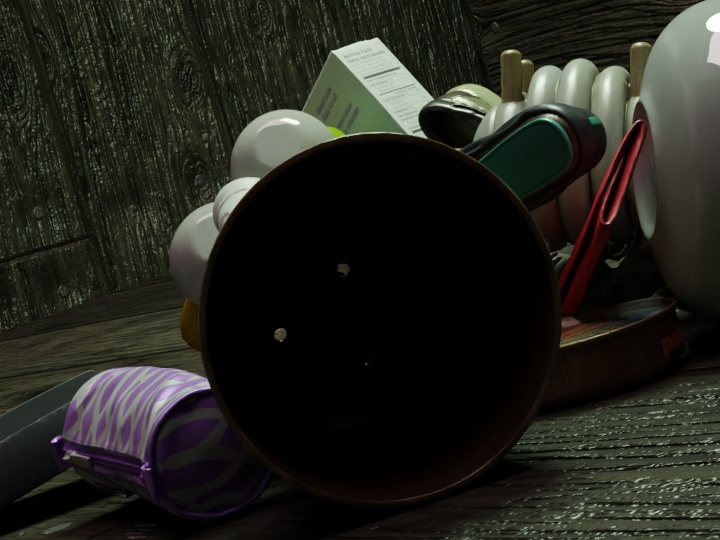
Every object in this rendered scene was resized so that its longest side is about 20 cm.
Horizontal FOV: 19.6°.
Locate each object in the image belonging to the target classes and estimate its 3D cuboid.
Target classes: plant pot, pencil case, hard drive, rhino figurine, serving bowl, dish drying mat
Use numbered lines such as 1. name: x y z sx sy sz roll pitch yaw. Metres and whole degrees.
1. plant pot: -0.003 0.026 1.140 0.185 0.189 0.200 -17 2 -8
2. pencil case: -0.121 0.101 1.239 0.085 0.085 0.200 -14 4 -24
3. hard drive: -0.242 0.129 1.419 0.199 0.043 0.135 -31 9 -17
4. rhino figurine: 0.160 0.010 1.441 0.087 0.060 0.199 -44 19 -28
5. serving bowl: 0.202 -0.063 1.249 0.065 0.202 0.200 -4 4 -2
6. dish drying mat: 0.141 -0.015 1.293 0.018 0.077 0.200 21 -25 5

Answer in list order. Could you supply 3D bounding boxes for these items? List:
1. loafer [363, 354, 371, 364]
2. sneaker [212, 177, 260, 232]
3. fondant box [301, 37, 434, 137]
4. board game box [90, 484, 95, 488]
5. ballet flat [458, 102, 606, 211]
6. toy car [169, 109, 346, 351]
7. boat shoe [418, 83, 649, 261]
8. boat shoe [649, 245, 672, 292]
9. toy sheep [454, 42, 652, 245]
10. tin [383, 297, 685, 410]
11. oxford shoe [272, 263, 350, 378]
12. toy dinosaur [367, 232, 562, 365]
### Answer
1. loafer: 0.033 0.029 1.388 0.063 0.072 0.200 17 30 26
2. sneaker: 0.000 0.000 1.434 0.198 0.074 0.116 9 26 -17
3. fondant box: 0.030 -0.062 1.647 0.058 0.200 0.145 -20 -29 -41
4. board game box: -0.079 0.106 1.412 0.199 0.033 0.120 -14 2 36
5. ballet flat: 0.079 -0.053 1.331 0.199 0.074 0.073 -29 -4 39
6. toy car: -0.041 -0.008 1.555 0.201 0.149 0.175 -57 -20 -16
7. boat shoe: 0.123 -0.065 1.534 0.199 0.074 0.065 35 33 25
8. boat shoe: 0.246 -0.024 1.475 0.066 0.075 0.200 -4 11 -1
9. toy sheep: 0.144 -0.081 1.399 0.198 0.139 0.138 -2 9 19
10. tin: 0.099 0.059 1.252 0.199 0.042 0.112 -15 1 26
11. oxford shoe: -0.019 0.010 1.284 0.199 0.074 0.071 -36 -3 -13
12. toy dinosaur: 0.068 0.029 1.290 0.200 0.058 0.101 -34 -3 -41
